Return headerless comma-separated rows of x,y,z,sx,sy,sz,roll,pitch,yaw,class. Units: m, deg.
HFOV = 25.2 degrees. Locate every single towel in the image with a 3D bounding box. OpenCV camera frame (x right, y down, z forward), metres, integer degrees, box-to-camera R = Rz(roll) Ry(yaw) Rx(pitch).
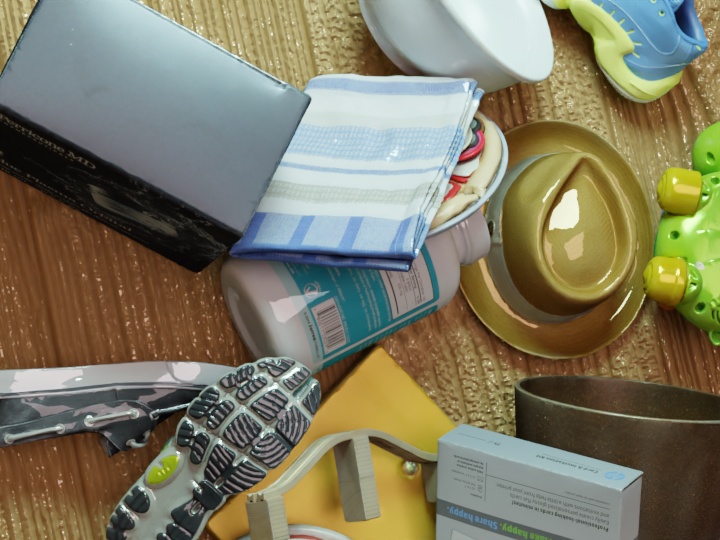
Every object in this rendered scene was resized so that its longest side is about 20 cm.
-0.001,-0.078,1.187,0.146,0.024,0.201,4,46,20,towel

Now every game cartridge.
0.003,0.189,1.266,0.200,0.032,0.176,-44,95,-14,game cartridge

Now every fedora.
0.169,-0.030,1.313,0.199,0.082,0.202,2,81,-16,fedora

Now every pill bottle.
0.000,0.000,1.248,0.199,0.111,0.111,-26,90,-18,pill bottle

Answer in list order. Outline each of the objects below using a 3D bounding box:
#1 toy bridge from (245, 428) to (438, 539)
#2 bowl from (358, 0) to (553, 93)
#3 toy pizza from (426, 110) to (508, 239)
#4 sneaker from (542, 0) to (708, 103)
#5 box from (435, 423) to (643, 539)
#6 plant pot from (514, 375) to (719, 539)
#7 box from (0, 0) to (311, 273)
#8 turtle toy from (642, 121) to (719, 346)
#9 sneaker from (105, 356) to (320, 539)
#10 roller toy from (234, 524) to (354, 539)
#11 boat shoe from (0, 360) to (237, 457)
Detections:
-0.002,0.153,1.199,0.199,0.027,0.068,-6,84,-43,toy bridge
0.061,-0.216,1.284,0.201,0.090,0.202,40,33,-32,bowl
0.013,-0.085,1.234,0.199,0.200,0.032,-26,130,-17,toy pizza
0.215,-0.240,1.339,0.200,0.105,0.076,49,42,-12,sneaker
0.128,0.229,1.200,0.041,0.155,0.202,-23,119,-51,box
0.202,0.197,1.257,0.185,0.187,0.202,4,96,-15,plant pot
-0.163,-0.103,1.169,0.196,0.200,0.118,28,76,-10,box
0.307,-0.034,1.343,0.145,0.101,0.202,12,78,-3,turtle toy
-0.112,0.135,1.187,0.200,0.080,0.078,-43,94,6,sneaker
-0.048,0.282,1.159,0.182,0.140,0.200,-38,95,0,roller toy
-0.181,0.105,1.202,0.198,0.072,0.068,-2,81,-14,boat shoe
